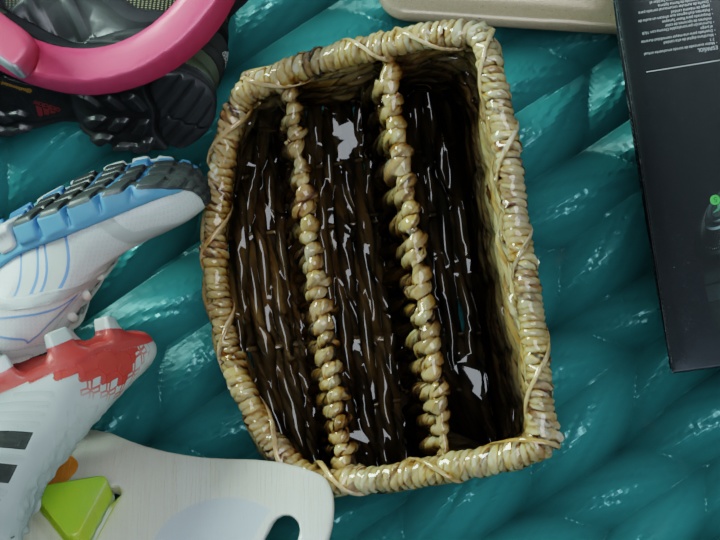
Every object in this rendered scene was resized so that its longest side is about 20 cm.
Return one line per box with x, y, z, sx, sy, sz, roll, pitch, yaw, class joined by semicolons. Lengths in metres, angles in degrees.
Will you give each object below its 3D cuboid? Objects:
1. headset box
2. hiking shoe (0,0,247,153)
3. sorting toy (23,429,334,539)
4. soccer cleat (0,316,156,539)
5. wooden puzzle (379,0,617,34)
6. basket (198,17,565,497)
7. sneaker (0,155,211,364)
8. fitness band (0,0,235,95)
0.212;-0.057;1.060;0.174;0.093;0.201;-10;101;8;headset box
-0.152;-0.116;1.097;0.199;0.076;0.101;12;51;9;hiking shoe
-0.090;0.161;1.026;0.179;0.107;0.201;-9;84;11;sorting toy
-0.158;0.085;0.984;0.200;0.069;0.085;-30;100;-43;soccer cleat
0.102;-0.210;1.089;0.185;0.046;0.201;4;124;2;wooden puzzle
0.000;0.000;1.049;0.142;0.149;0.201;-7;85;-5;basket
-0.149;0.014;1.070;0.200;0.075;0.087;-24;99;15;sneaker
-0.142;-0.165;1.039;0.200;0.037;0.144;38;80;13;fitness band
